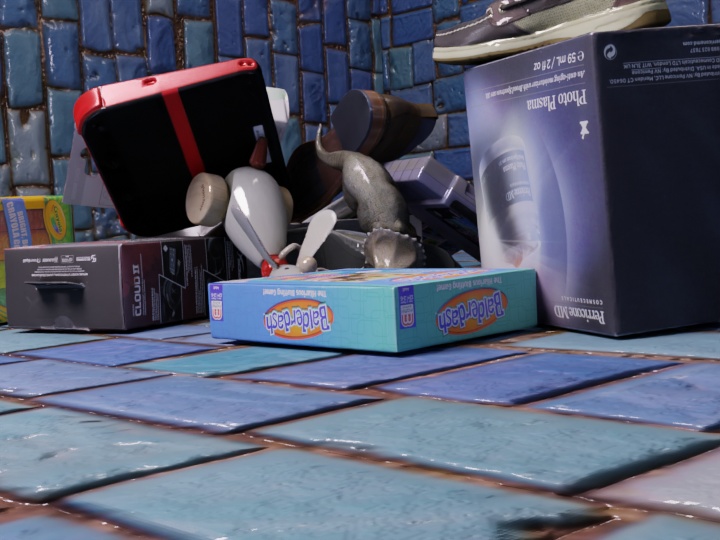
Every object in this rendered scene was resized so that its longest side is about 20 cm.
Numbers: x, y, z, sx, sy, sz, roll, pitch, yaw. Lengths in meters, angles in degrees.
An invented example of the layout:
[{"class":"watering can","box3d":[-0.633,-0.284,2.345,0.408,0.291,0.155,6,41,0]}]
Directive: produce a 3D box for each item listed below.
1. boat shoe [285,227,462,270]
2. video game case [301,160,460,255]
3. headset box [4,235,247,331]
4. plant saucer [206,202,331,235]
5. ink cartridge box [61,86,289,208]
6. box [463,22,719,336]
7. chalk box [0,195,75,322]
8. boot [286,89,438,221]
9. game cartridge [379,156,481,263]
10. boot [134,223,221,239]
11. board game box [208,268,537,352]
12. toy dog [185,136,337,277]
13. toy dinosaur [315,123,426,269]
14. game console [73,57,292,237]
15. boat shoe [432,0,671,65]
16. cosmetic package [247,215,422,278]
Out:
[{"class":"boat shoe","box3d":[0.001,-0.002,1.121,0.198,0.076,0.065,2,-1,17]},{"class":"video game case","box3d":[0.046,-0.049,1.276,0.181,0.024,0.198,-30,-31,36]},{"class":"headset box","box3d":[-0.220,0.010,1.067,0.147,0.079,0.199,-2,2,32]},{"class":"plant saucer","box3d":[-0.114,-0.026,1.316,0.198,0.032,0.201,-29,-15,-9]},{"class":"ink cartridge box","box3d":[-0.183,-0.119,1.126,0.197,0.051,0.162,7,-38,-18]},{"class":"box","box3d":[0.174,-0.064,0.843,0.121,0.202,0.200,-8,4,-19]},{"class":"chalk box","box3d":[-0.374,-0.012,1.192,0.122,0.127,0.199,-1,5,35]},{"class":"boot","box3d":[-0.004,-0.108,1.154,0.096,0.076,0.200,-4,-23,-35]},{"class":"game cartridge","box3d":[0.109,-0.038,1.084,0.199,0.039,0.129,34,-5,-19]},{"class":"boot","box3d":[-0.150,-0.046,1.338,0.199,0.070,0.173,-35,-22,20]},{"class":"board game box","box3d":[0.007,0.025,0.841,0.151,0.046,0.198,-6,4,-43]},{"class":"toy dog","box3d":[-0.076,-0.048,1.037,0.199,0.097,0.131,37,28,29]},{"class":"toy dinosaur","box3d":[0.015,-0.057,1.031,0.076,0.203,0.102,-15,-18,-5]},{"class":"game console","box3d":[-0.163,-0.111,1.082,0.174,0.031,0.201,-15,-34,-2]},{"class":"boat shoe","box3d":[0.140,-0.198,0.874,0.199,0.067,0.071,-2,6,42]},{"class":"cosmetic package","box3d":[-0.033,-0.011,1.193,0.196,0.084,0.051,-3,1,-3]}]
